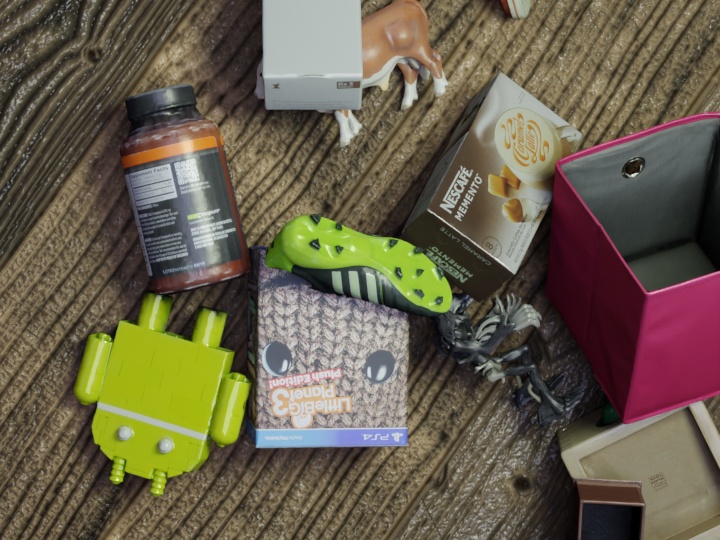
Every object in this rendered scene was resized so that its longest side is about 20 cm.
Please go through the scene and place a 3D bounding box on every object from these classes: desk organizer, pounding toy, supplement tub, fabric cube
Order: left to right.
[{"bbox_3d":[-0.180,-0.082,1.529,0.106,0.107,0.202,-13,94,-8],"label":"supplement tub"},{"bbox_3d":[0.246,0.318,1.535,0.071,0.077,0.202,3,97,5],"label":"desk organizer"},{"bbox_3d":[0.316,0.188,1.624,0.183,0.142,0.201,-27,94,8],"label":"pounding toy"},{"bbox_3d":[0.315,-0.004,1.523,0.195,0.201,0.200,-18,140,-12],"label":"fabric cube"}]

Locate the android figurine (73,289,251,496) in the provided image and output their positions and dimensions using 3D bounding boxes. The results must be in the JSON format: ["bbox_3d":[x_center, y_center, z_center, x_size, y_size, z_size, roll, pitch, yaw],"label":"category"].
[{"bbox_3d":[-0.204,0.127,1.550,0.181,0.041,0.201,17,90,10],"label":"android figurine"}]

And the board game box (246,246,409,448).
[{"bbox_3d":[-0.035,0.076,1.565,0.158,0.097,0.202,0,93,-9],"label":"board game box"}]

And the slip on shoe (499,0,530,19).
[{"bbox_3d":[0.120,-0.351,1.591,0.061,0.074,0.201,-25,105,28],"label":"slip on shoe"}]

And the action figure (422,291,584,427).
[{"bbox_3d":[0.142,0.070,1.589,0.200,0.119,0.102,40,96,-18],"label":"action figure"}]

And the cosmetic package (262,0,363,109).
[{"bbox_3d":[-0.049,-0.262,1.515,0.101,0.074,0.201,0,68,-1],"label":"cosmetic package"}]

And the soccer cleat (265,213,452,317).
[{"bbox_3d":[0.000,0.000,1.488,0.199,0.081,0.068,23,56,-28],"label":"soccer cleat"}]

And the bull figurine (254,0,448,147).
[{"bbox_3d":[-0.009,-0.204,1.572,0.199,0.065,0.122,-27,101,-5],"label":"bull figurine"}]

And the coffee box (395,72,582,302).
[{"bbox_3d":[0.132,-0.086,1.550,0.114,0.080,0.201,36,57,-8],"label":"coffee box"}]
